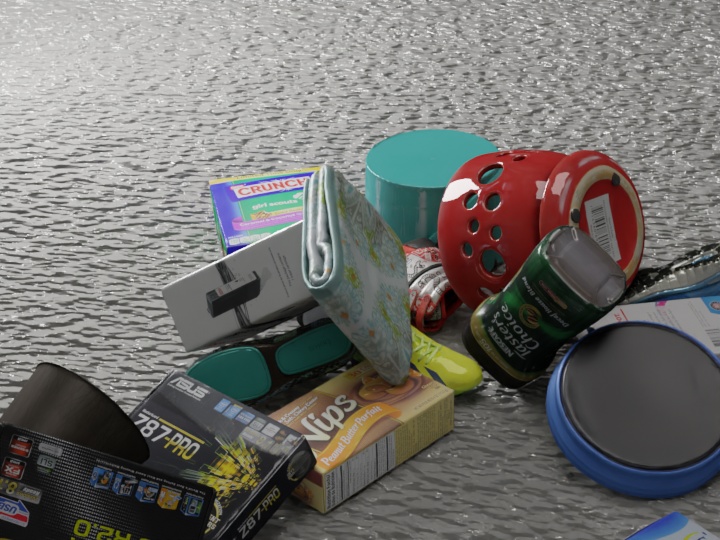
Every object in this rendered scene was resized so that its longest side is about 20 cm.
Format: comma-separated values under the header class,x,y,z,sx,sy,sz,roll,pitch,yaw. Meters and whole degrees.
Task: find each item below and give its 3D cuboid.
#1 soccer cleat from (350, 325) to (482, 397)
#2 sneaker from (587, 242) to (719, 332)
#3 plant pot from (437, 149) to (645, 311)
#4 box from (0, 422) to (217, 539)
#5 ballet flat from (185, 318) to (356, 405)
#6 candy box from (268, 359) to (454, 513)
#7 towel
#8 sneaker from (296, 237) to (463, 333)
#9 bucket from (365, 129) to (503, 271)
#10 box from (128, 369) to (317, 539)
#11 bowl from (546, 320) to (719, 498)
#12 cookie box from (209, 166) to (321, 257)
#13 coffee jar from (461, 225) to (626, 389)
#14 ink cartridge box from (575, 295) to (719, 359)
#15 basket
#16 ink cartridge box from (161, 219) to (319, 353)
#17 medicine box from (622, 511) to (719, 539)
class,x,y,z,sx,sy,sz,roll,pitch,yaw
soccer cleat,0.047,0.085,1.667,0.200,0.084,0.065,18,35,32
sneaker,0.356,0.044,1.724,0.199,0.090,0.078,-20,15,12
plant pot,0.220,-0.045,1.723,0.182,0.201,0.200,-4,21,45
box,-0.242,0.237,1.284,0.199,0.161,0.044,20,-12,-10
ballet flat,-0.096,0.106,1.644,0.199,0.074,0.074,-14,29,5
candy box,-0.008,0.166,1.555,0.115,0.055,0.200,24,39,39
towel,0.000,0.000,1.586,0.048,0.171,0.200,-25,40,22
sneaker,0.031,0.038,1.769,0.201,0.067,0.108,-25,48,-19
bucket,0.097,-0.087,1.918,0.206,0.135,0.207,-2,30,1
box,-0.167,0.199,1.470,0.200,0.049,0.161,23,57,38
bowl,0.293,0.137,1.524,0.200,0.039,0.201,1,53,-1
cookie box,-0.103,-0.057,1.940,0.170,0.075,0.200,-8,29,-9
coffee jar,0.193,0.045,1.603,0.104,0.200,0.085,44,49,6
ink cartridge box,0.336,0.092,1.649,0.199,0.068,0.115,-5,30,-6
basket,-0.310,0.209,1.371,0.136,0.180,0.200,34,67,6
ink cartridge box,-0.102,0.015,1.673,0.199,0.084,0.144,-24,-6,21
medicine box,0.273,0.320,1.129,0.103,0.183,0.200,-22,34,-31
